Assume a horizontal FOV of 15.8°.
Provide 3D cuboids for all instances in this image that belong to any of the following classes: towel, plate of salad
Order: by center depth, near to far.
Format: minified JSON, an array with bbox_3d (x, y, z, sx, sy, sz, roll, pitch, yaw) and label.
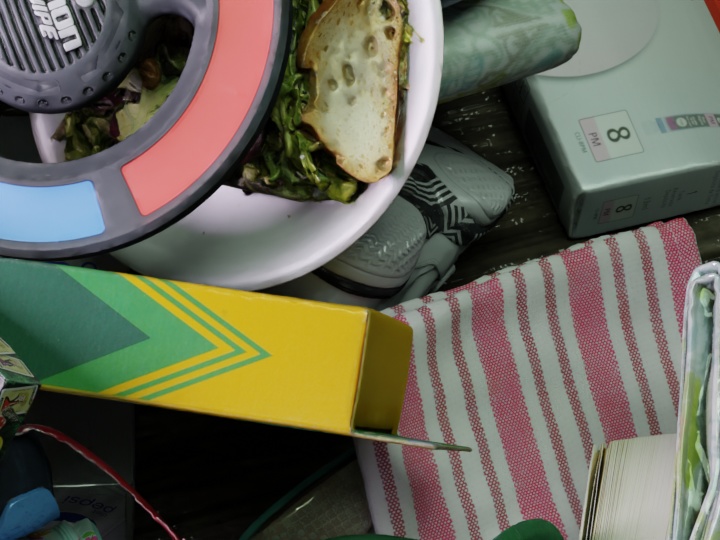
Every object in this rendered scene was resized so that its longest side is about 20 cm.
[{"bbox_3d":[0.177,0.108,1.088,0.048,0.200,0.172,-3,62,24],"label":"towel"},{"bbox_3d":[-0.060,-0.091,1.091,0.199,0.048,0.201,-1,88,24],"label":"plate of salad"},{"bbox_3d":[0.087,0.068,1.148,0.199,0.030,0.147,-17,88,-29],"label":"towel"},{"bbox_3d":[-0.017,-0.115,1.233,0.170,0.048,0.200,-20,25,-20],"label":"towel"}]

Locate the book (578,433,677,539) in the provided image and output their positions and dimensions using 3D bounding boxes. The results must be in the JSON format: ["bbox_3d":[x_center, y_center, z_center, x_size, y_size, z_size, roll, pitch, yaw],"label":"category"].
[{"bbox_3d":[0.129,0.188,1.073,0.048,0.134,0.201,-8,49,29],"label":"book"}]

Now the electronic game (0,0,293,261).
[{"bbox_3d":[-0.126,-0.104,1.052,0.199,0.042,0.201,-1,83,7],"label":"electronic game"}]

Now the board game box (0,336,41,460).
[{"bbox_3d":[-0.203,0.030,1.021,0.023,0.105,0.200,10,26,-45],"label":"board game box"}]

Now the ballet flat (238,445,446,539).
[{"bbox_3d":[0.034,0.091,1.159,0.200,0.068,0.062,-36,71,-26],"label":"ballet flat"}]

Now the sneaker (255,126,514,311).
[{"bbox_3d":[0.000,0.000,1.210,0.075,0.115,0.200,35,24,11],"label":"sneaker"}]

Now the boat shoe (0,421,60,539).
[{"bbox_3d":[-0.194,0.073,1.077,0.084,0.199,0.069,-23,104,-49],"label":"boat shoe"}]

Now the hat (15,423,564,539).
[{"bbox_3d":[-0.025,0.144,1.068,0.175,0.201,0.166,21,34,26],"label":"hat"}]

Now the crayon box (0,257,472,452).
[{"bbox_3d":[-0.056,0.034,1.046,0.199,0.126,0.052,9,87,9],"label":"crayon box"}]

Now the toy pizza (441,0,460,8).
[{"bbox_3d":[-0.025,-0.149,1.199,0.199,0.032,0.200,-8,23,3],"label":"toy pizza"}]

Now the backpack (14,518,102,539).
[{"bbox_3d":[-0.129,0.193,1.025,0.126,0.168,0.200,-11,40,-23],"label":"backpack"}]

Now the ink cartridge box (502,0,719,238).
[{"bbox_3d":[0.170,-0.112,1.322,0.199,0.057,0.163,-15,60,-11],"label":"ink cartridge box"}]

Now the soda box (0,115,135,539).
[{"bbox_3d":[-0.138,0.026,1.178,0.068,0.064,0.201,-2,57,-7],"label":"soda box"}]
